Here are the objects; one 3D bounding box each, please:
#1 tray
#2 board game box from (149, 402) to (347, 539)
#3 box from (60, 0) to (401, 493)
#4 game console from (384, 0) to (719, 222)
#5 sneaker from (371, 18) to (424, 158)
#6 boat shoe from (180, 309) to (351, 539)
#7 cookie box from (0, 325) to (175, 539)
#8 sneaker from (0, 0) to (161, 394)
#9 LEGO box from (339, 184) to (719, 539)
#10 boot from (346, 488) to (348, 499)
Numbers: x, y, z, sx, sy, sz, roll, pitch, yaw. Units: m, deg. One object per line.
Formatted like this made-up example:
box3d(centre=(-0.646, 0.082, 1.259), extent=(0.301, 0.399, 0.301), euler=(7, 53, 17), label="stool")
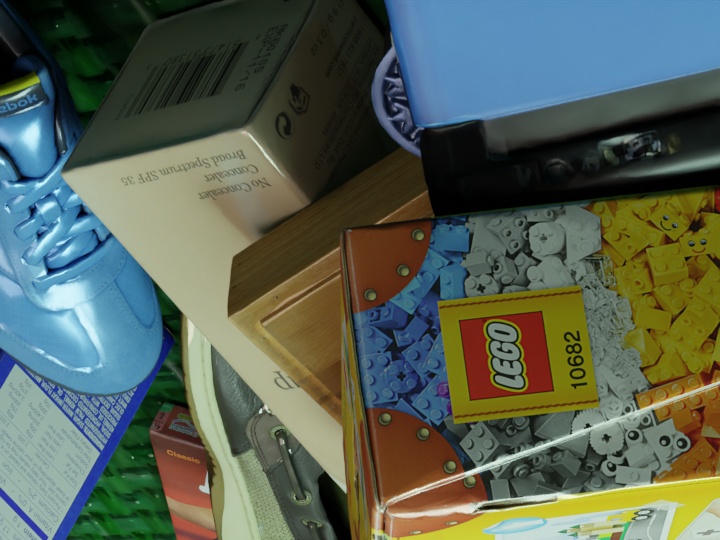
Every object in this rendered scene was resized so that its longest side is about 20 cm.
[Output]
box3d(centre=(0.066, -0.013, 0.826), extent=(0.200, 0.037, 0.099), euler=(-32, 120, 24), label="tray")
box3d(centre=(0.010, 0.117, 1.128), extent=(0.200, 0.019, 0.103), euler=(15, 143, 18), label="board game box")
box3d(centre=(0.000, 0.000, 0.926), extent=(0.095, 0.078, 0.200), euler=(-12, 130, 41), label="box")
box3d(centre=(0.110, -0.081, 0.700), extent=(0.200, 0.118, 0.171), euler=(-12, 167, 8), label="game console")
box3d(centre=(0.078, -0.113, 0.742), extent=(0.070, 0.078, 0.200), euler=(41, 122, -17), label="sneaker")
box3d(centre=(-0.029, 0.050, 1.028), extent=(0.065, 0.073, 0.200), euler=(0, 138, 8), label="boat shoe")
box3d(centre=(-0.191, 0.089, 1.065), extent=(0.171, 0.200, 0.075), euler=(-10, 131, 43), label="cookie box")
box3d(centre=(-0.123, -0.033, 0.932), extent=(0.078, 0.066, 0.200), euler=(16, 139, 59), label="sneaker")
box3d(centre=(0.071, 0.047, 0.744), extent=(0.149, 0.077, 0.200), euler=(-6, 161, -3), label="LEGO box")
box3d(centre=(0.056, 0.168, 0.916), extent=(0.200, 0.072, 0.166), euler=(35, 128, 15), label="boot")
